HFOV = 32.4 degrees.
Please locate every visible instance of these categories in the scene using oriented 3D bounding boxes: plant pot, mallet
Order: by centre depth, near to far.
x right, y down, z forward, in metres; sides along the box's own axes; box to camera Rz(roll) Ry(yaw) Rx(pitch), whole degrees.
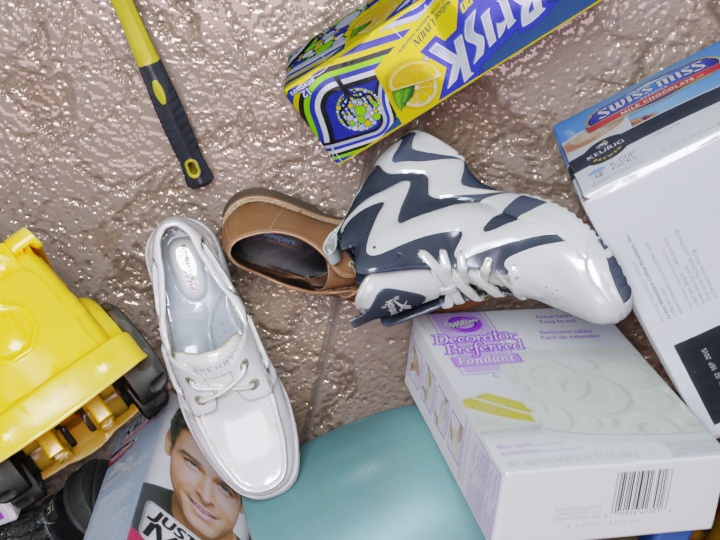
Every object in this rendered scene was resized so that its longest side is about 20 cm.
[{"bbox_3d":[-0.131,-0.145,0.800,0.066,0.041,0.200,-23,119,10],"label":"mallet"},{"bbox_3d":[0.036,0.188,0.885,0.161,0.201,0.201,-33,113,6],"label":"plant pot"}]

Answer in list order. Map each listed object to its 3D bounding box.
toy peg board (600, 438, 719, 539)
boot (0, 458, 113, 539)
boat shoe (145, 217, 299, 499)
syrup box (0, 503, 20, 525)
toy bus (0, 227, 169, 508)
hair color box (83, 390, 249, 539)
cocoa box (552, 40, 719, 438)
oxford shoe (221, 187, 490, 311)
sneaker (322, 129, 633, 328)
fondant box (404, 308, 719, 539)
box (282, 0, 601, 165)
[{"bbox_3d":[0.256,0.153,0.858,0.199,0.200,0.098,17,109,-8],"label":"toy peg board"},{"bbox_3d":[-0.194,0.240,0.971,0.158,0.079,0.211,-37,118,23],"label":"boot"},{"bbox_3d":[-0.097,0.060,0.816,0.071,0.069,0.200,-23,88,-3],"label":"boat shoe"},{"bbox_3d":[-0.352,0.168,0.936,0.200,0.079,0.081,-20,115,10],"label":"syrup box"},{"bbox_3d":[-0.237,0.049,0.839,0.136,0.200,0.192,-38,83,-14],"label":"toy bus"},{"bbox_3d":[-0.134,0.184,0.874,0.061,0.200,0.099,-40,110,19],"label":"hair color box"},{"bbox_3d":[0.230,-0.021,0.802,0.133,0.131,0.200,-26,114,13],"label":"cocoa box"},{"bbox_3d":[0.000,0.000,0.852,0.200,0.071,0.071,10,115,-6],"label":"oxford shoe"},{"bbox_3d":[0.059,0.005,0.771,0.130,0.199,0.080,-46,154,-15],"label":"sneaker"},{"bbox_3d":[0.125,0.094,0.809,0.144,0.200,0.058,-2,115,-14],"label":"fondant box"},{"bbox_3d":[0.050,-0.152,0.771,0.200,0.070,0.064,-31,115,16],"label":"box"}]
